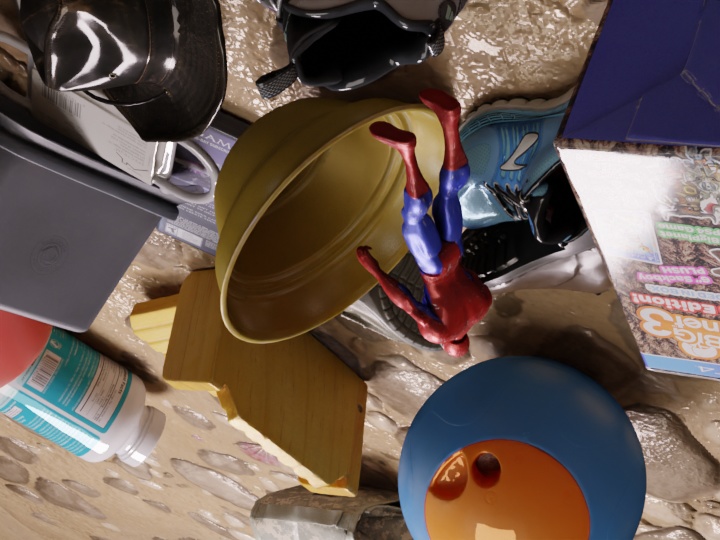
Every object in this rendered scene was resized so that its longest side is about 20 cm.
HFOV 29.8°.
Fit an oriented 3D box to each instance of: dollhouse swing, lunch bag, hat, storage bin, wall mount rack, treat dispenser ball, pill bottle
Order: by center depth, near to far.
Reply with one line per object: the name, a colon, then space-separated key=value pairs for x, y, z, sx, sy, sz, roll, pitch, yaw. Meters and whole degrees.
hat: x=-0.157 y=-0.156 z=0.779 sx=0.201 sy=0.081 sz=0.201 roll=33 pitch=131 yaw=48
wall mount rack: x=-0.172 y=-0.110 z=0.962 sx=0.200 sy=0.075 sz=0.174 roll=31 pitch=147 yaw=5
storage bin: x=-0.254 y=-0.046 z=1.006 sx=0.145 sy=0.134 sz=0.200 roll=32 pitch=-177 yaw=36
treat dispenser ball: x=0.131 y=0.170 z=1.101 sx=0.200 sy=0.201 sz=0.201 roll=18 pitch=152 yaw=10
dollhouse swing: x=-0.124 y=0.119 z=1.264 sx=0.176 sy=0.182 sz=0.200 roll=-24 pitch=130 yaw=30
pill bottle: x=-0.315 y=0.139 z=1.493 sx=0.200 sy=0.111 sz=0.111 roll=35 pitch=151 yaw=-21
lunch bag: x=-0.008 y=0.308 z=1.549 sx=0.164 sy=0.118 sz=0.200 roll=-1 pitch=148 yaw=41

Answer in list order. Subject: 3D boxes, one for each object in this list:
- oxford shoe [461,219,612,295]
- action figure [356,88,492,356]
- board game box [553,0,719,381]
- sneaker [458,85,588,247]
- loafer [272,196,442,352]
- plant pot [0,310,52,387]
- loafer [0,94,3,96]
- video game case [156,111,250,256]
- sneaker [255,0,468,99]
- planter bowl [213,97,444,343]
oxford shoe: x=0.134 y=-0.008 z=0.924 sx=0.084 sy=0.073 sz=0.200 roll=36 pitch=150 yaw=-27
action figure: x=0.034 y=-0.028 z=0.879 sx=0.099 sy=0.065 sz=0.200 roll=32 pitch=147 yaw=43
board game box: x=0.191 y=-0.060 z=0.690 sx=0.097 sy=0.160 sz=0.200 roll=7 pitch=148 yaw=31
sneaker: x=0.108 y=-0.058 z=0.833 sx=0.078 sy=0.090 sz=0.200 roll=34 pitch=153 yaw=-20
loafer: x=0.000 y=0.000 z=1.042 sx=0.200 sy=0.075 sz=0.070 roll=34 pitch=164 yaw=-33
plant pot: x=-0.388 y=-0.004 z=1.227 sx=0.200 sy=0.201 sz=0.178 roll=19 pitch=142 yaw=10
loafer: x=-0.314 y=-0.129 z=1.065 sx=0.200 sy=0.072 sz=0.063 roll=35 pitch=145 yaw=-17
video game case: x=-0.087 y=-0.052 z=1.076 sx=0.143 sy=0.019 sz=0.200 roll=24 pitch=152 yaw=-2
sneaker: x=-0.036 y=-0.147 z=0.730 sx=0.200 sy=0.140 sz=0.078 roll=5 pitch=148 yaw=31
planter bowl: x=-0.036 y=-0.053 z=0.901 sx=0.083 sy=0.200 sz=0.201 roll=45 pitch=161 yaw=24
